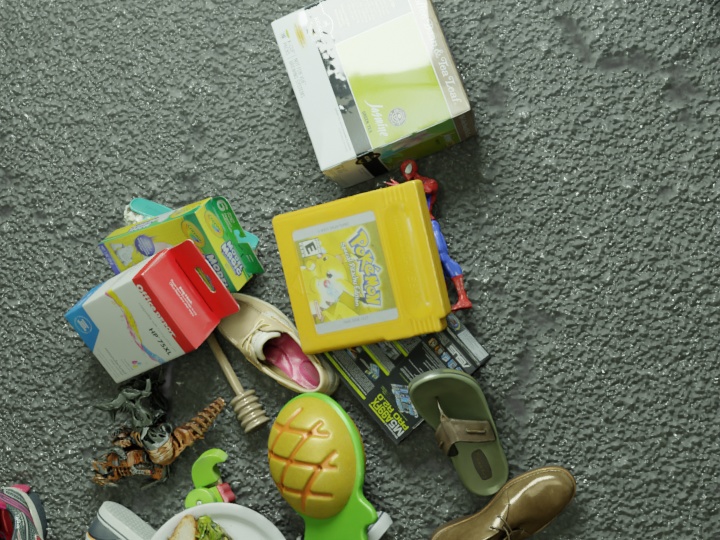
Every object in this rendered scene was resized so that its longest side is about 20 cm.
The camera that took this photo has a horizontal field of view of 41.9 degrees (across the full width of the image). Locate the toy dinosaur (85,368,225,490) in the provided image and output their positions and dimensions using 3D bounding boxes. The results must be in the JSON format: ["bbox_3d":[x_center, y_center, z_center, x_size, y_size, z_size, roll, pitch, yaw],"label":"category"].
[{"bbox_3d":[-0.271,0.209,1.228,0.199,0.102,0.137,-27,95,-10],"label":"toy dinosaur"}]

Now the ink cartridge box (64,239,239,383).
[{"bbox_3d":[-0.261,0.053,1.180,0.199,0.067,0.117,-24,108,34],"label":"ink cartridge box"}]

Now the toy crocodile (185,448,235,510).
[{"bbox_3d":[-0.173,0.328,1.194,0.061,0.067,0.202,-18,81,9],"label":"toy crocodile"}]

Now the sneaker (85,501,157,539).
[{"bbox_3d":[-0.270,0.385,1.205,0.199,0.078,0.080,31,88,20],"label":"sneaker"}]

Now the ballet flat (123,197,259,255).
[{"bbox_3d":[-0.223,-0.040,1.248,0.198,0.072,0.072,20,89,15],"label":"ballet flat"}]

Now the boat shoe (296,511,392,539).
[{"bbox_3d":[-0.050,0.354,1.169,0.200,0.071,0.070,-42,81,12],"label":"boat shoe"}]

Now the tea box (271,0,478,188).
[{"bbox_3d":[0.022,-0.238,1.172,0.195,0.134,0.202,-20,81,10],"label":"tea box"}]

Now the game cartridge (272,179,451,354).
[{"bbox_3d":[0.000,0.000,1.121,0.199,0.032,0.178,-13,92,29],"label":"game cartridge"}]

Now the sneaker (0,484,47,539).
[{"bbox_3d":[-0.443,0.384,1.241,0.080,0.075,0.201,-31,80,7],"label":"sneaker"}]

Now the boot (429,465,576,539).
[{"bbox_3d":[0.172,0.305,1.115,0.199,0.075,0.074,-34,95,8],"label":"boot"}]

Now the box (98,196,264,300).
[{"bbox_3d":[-0.225,-0.016,1.191,0.199,0.048,0.118,-16,112,29],"label":"box"}]

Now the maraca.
[{"bbox_3d":[-0.046,0.247,1.138,0.137,0.107,0.201,-33,69,33],"label":"maraca"}]

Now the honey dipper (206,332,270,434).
[{"bbox_3d":[-0.181,0.117,1.231,0.038,0.038,0.201,-32,78,7],"label":"honey dipper"}]

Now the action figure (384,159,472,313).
[{"bbox_3d":[0.066,-0.041,1.165,0.065,0.098,0.202,-27,74,53],"label":"action figure"}]

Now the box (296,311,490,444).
[{"bbox_3d":[0.037,0.087,1.159,0.200,0.044,0.160,48,117,12],"label":"box"}]

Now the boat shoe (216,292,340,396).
[{"bbox_3d":[-0.114,0.092,1.202,0.199,0.069,0.074,32,92,12],"label":"boat shoe"}]

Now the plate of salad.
[{"bbox_3d":[-0.172,0.382,1.128,0.198,0.048,0.202,0,83,-3],"label":"plate of salad"}]

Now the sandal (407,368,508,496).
[{"bbox_3d":[0.125,0.194,1.104,0.079,0.057,0.202,-26,114,13],"label":"sandal"}]
